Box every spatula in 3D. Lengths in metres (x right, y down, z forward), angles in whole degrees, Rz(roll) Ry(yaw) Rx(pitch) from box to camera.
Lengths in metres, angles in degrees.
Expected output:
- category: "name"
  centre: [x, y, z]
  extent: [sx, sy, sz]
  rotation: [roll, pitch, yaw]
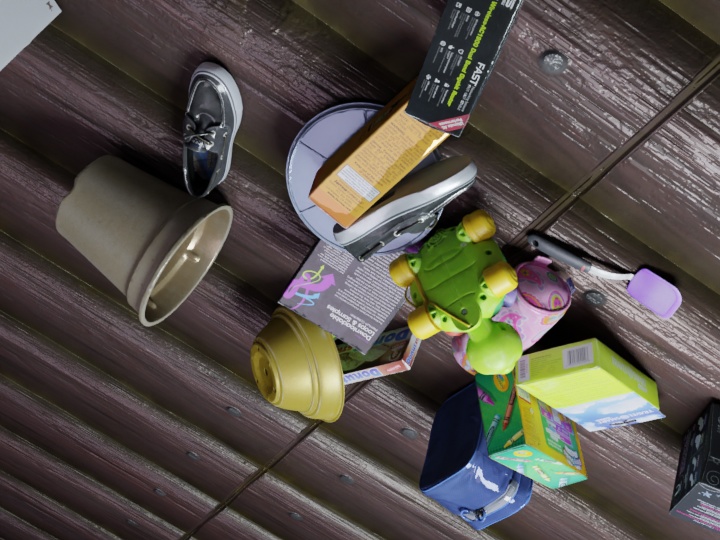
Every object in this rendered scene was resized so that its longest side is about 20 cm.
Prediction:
- category: "spatula"
  centre: [0.297, 0.000, 1.160]
  extent: [0.199, 0.021, 0.057]
  rotation: [24, 142, 4]

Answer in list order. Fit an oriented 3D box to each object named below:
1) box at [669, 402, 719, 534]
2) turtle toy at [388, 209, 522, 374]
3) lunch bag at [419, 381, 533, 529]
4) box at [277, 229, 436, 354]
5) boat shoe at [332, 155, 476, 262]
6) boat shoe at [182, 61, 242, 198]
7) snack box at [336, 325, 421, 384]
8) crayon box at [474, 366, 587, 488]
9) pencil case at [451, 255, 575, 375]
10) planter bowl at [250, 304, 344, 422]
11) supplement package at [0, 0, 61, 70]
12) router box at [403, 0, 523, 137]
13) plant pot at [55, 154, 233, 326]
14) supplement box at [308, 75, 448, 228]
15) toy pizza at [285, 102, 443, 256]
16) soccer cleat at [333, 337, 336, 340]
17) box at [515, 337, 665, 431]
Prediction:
- category: "box"
  centre: [0.534, 0.287, 1.262]
  extent: [0.199, 0.132, 0.115]
  rotation: [21, 144, 6]
- category: "turtle toy"
  centre: [0.131, 0.033, 1.145]
  extent: [0.146, 0.200, 0.101]
  rotation: [-30, 149, 20]
- category: "lunch bag"
  centre: [0.184, 0.278, 1.387]
  extent: [0.132, 0.200, 0.136]
  rotation: [35, 135, -16]
- category: "box"
  centre: [0.000, 0.000, 1.248]
  extent: [0.143, 0.036, 0.200]
  rotation: [32, 114, -8]
- category: "boat shoe"
  centre: [0.058, -0.071, 1.112]
  extent: [0.200, 0.069, 0.057]
  rotation: [-26, 113, 30]
- category: "boat shoe"
  centre: [-0.199, -0.170, 1.201]
  extent: [0.070, 0.066, 0.200]
  rotation: [24, 141, 2]
- category: "snack box"
  centre: [0.005, 0.133, 1.422]
  extent: [0.200, 0.072, 0.024]
  rotation: [-19, 123, 41]
- category: "crayon box"
  centre: [0.235, 0.216, 1.296]
  extent: [0.058, 0.119, 0.200]
  rotation: [-24, 144, 26]
- category: "pencil case"
  centre: [0.195, 0.065, 1.239]
  extent: [0.087, 0.088, 0.200]
  rotation: [28, 141, -3]
- category: "planter bowl"
  centre: [-0.107, 0.139, 1.393]
  extent: [0.200, 0.083, 0.201]
  rotation: [38, 135, 50]
- category: "supplement package"
  centre: [-0.507, -0.315, 1.138]
  extent: [0.199, 0.152, 0.151]
  rotation: [-5, 131, 32]
- category: "router box"
  centre: [0.117, -0.246, 0.882]
  extent: [0.062, 0.150, 0.200]
  rotation: [25, 141, 1]
- category: "plant pot"
  centre: [-0.309, -0.056, 1.309]
  extent: [0.183, 0.201, 0.201]
  rotation: [34, 141, 6]
- category: "supplement box"
  centre: [0.030, -0.138, 1.072]
  extent: [0.069, 0.067, 0.200]
  rotation: [38, 122, -16]
- category: "toy pizza"
  centre: [0.008, -0.111, 1.155]
  extent: [0.199, 0.032, 0.201]
  rotation: [6, 118, 10]
- category: "soccer cleat"
  centre: [-0.039, 0.045, 1.371]
  extent: [0.084, 0.065, 0.200]
  rotation: [47, 145, 11]
- category: "box"
  centre: [0.309, 0.156, 1.261]
  extent: [0.122, 0.048, 0.200]
  rotation: [-19, 144, 35]
